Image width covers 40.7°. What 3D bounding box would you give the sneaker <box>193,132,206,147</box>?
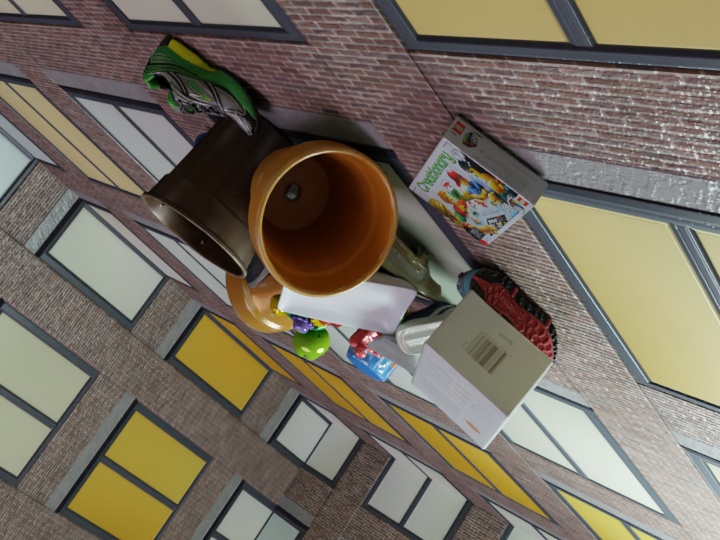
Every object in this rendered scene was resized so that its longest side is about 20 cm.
[{"bbox_3d":[-0.214,-0.158,1.704,0.200,0.070,0.078,47,-178,-2],"label":"sneaker"}]

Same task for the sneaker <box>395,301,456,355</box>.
[{"bbox_3d":[0.155,0.080,1.544,0.196,0.085,0.076,-4,116,16],"label":"sneaker"}]

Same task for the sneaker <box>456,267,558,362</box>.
[{"bbox_3d":[0.215,0.069,1.430,0.201,0.079,0.095,51,167,-18],"label":"sneaker"}]

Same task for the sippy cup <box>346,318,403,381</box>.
[{"bbox_3d":[0.042,0.143,1.934,0.138,0.131,0.178,28,165,29],"label":"sippy cup"}]

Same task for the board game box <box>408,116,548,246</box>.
[{"bbox_3d":[0.132,-0.099,1.140,0.125,0.035,0.200,37,166,1],"label":"board game box"}]

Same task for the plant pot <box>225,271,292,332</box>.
[{"bbox_3d":[-0.124,0.011,1.830,0.181,0.203,0.200,-7,138,47],"label":"plant pot"}]

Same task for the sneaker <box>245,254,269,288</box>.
[{"bbox_3d":[-0.175,-0.046,1.673,0.107,0.074,0.200,52,151,2],"label":"sneaker"}]

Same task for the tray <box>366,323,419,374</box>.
[{"bbox_3d":[0.110,0.106,1.629,0.106,0.199,0.023,26,123,30],"label":"tray"}]

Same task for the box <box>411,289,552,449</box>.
[{"bbox_3d":[0.167,0.146,1.386,0.152,0.106,0.201,41,162,12],"label":"box"}]

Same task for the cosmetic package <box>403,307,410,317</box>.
[{"bbox_3d":[0.000,0.000,1.562,0.102,0.089,0.200,-7,150,30],"label":"cosmetic package"}]

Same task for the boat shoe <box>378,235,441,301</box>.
[{"bbox_3d":[0.074,-0.010,1.501,0.073,0.067,0.199,21,173,38],"label":"boat shoe"}]

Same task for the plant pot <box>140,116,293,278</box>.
[{"bbox_3d":[-0.203,-0.130,1.503,0.198,0.200,0.201,32,166,9],"label":"plant pot"}]

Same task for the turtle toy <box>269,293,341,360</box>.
[{"bbox_3d":[-0.076,0.064,1.675,0.102,0.143,0.202,57,143,37],"label":"turtle toy"}]

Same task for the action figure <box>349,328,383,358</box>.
[{"bbox_3d":[0.041,0.107,1.688,0.065,0.201,0.099,-34,102,33],"label":"action figure"}]

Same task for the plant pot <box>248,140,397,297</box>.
[{"bbox_3d":[-0.071,-0.090,1.351,0.200,0.201,0.183,43,180,-28],"label":"plant pot"}]

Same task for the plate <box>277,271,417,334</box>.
[{"bbox_3d":[-0.024,0.035,1.498,0.196,0.033,0.200,12,157,-5],"label":"plate"}]

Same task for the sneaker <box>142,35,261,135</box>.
[{"bbox_3d":[-0.228,-0.251,1.411,0.198,0.086,0.078,33,166,10],"label":"sneaker"}]
